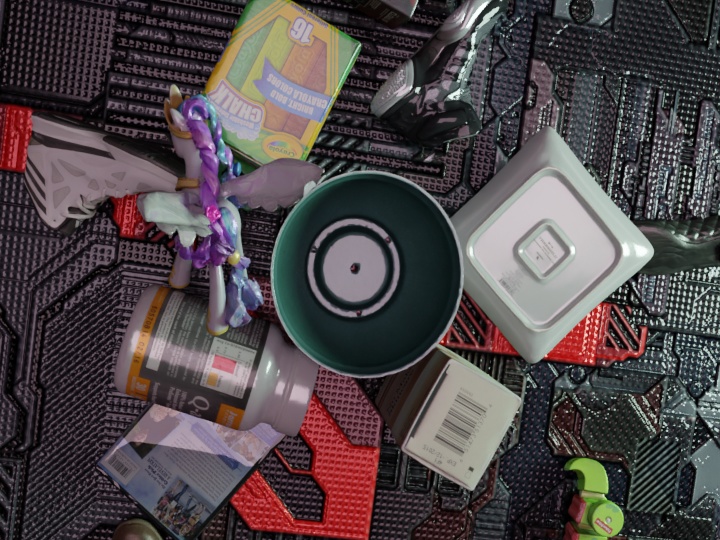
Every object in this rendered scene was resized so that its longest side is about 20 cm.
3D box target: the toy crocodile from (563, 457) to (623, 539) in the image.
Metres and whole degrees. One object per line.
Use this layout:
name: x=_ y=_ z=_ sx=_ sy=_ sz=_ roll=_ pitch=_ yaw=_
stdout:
toy crocodile: x=0.266 y=0.326 z=0.908 sx=0.060 sy=0.068 sz=0.206 roll=6 pitch=90 yaw=-2

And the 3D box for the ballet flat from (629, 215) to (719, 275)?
ballet flat: x=0.377 y=-0.033 z=0.919 sx=0.194 sy=0.057 sz=0.068 roll=0 pitch=115 yaw=-1

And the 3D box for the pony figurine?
pony figurine: x=-0.135 y=-0.050 z=0.706 sx=0.163 sy=0.192 sz=0.205 roll=-17 pitch=125 yaw=-29

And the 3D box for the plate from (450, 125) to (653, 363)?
plate: x=0.209 y=-0.024 z=0.882 sx=0.200 sy=0.032 sz=0.200 roll=-43 pitch=96 yaw=8

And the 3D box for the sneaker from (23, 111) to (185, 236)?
sneaker: x=-0.270 y=-0.086 z=0.818 sx=0.196 sy=0.076 sz=0.118 roll=20 pitch=101 yaw=10

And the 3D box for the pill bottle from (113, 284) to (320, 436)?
pill bottle: x=-0.147 y=0.099 z=0.804 sx=0.195 sy=0.116 sz=0.119 roll=19 pitch=91 yaw=-7

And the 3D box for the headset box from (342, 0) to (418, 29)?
headset box: x=0.007 y=-0.371 z=0.826 sx=0.196 sy=0.075 sz=0.152 roll=23 pitch=91 yaw=-16

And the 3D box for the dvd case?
dvd case: x=-0.183 y=0.194 z=0.871 sx=0.143 sy=0.018 sz=0.201 roll=43 pitch=87 yaw=-8

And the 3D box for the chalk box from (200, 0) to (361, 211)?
chalk box: x=-0.100 y=-0.167 z=0.808 sx=0.122 sy=0.124 sz=0.204 roll=26 pitch=90 yaw=-7

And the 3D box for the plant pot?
plant pot: x=0.000 y=0.000 z=0.824 sx=0.194 sy=0.134 sz=0.207 roll=0 pitch=94 yaw=-7

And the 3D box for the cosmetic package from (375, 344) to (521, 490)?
cosmetic package: x=0.084 y=0.138 z=0.809 sx=0.086 sy=0.200 sz=0.105 roll=29 pitch=88 yaw=-6

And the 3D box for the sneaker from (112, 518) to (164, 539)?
sneaker: x=-0.239 y=0.382 z=0.845 sx=0.068 sy=0.076 sz=0.206 roll=-8 pitch=94 yaw=-6

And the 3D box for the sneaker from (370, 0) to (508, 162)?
sneaker: x=0.112 y=-0.216 z=0.859 sx=0.200 sy=0.076 sz=0.114 roll=-44 pitch=97 yaw=3
